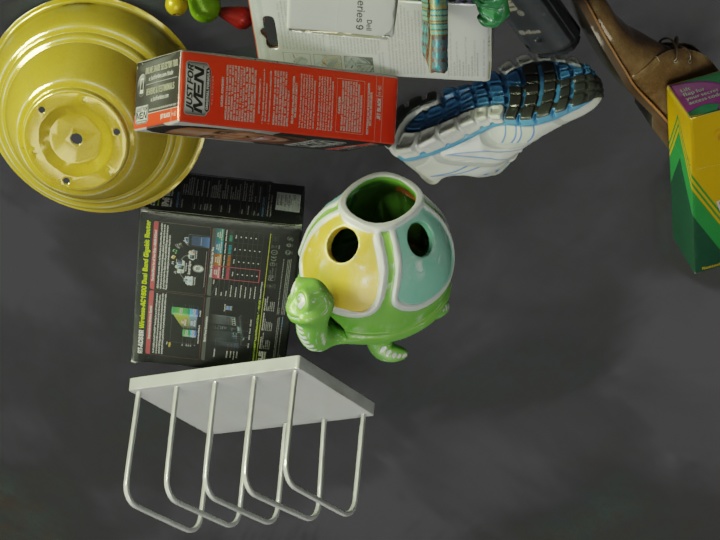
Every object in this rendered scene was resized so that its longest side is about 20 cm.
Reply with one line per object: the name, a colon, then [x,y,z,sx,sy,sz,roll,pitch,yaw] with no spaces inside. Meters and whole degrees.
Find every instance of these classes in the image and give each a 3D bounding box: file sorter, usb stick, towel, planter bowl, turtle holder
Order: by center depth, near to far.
towel: [0.053,-0.255,1.539,0.022,0.147,0.202,-1,100,1]
usb stick: [0.114,-0.251,1.669,0.055,0.033,0.200,-8,136,39]
planter bowl: [-0.234,-0.125,1.733,0.199,0.084,0.202,2,116,5]
turtle holder: [-0.002,-0.008,1.811,0.184,0.141,0.132,-16,135,-21]
file sorter: [-0.109,0.172,1.953,0.199,0.125,0.139,-9,154,30]

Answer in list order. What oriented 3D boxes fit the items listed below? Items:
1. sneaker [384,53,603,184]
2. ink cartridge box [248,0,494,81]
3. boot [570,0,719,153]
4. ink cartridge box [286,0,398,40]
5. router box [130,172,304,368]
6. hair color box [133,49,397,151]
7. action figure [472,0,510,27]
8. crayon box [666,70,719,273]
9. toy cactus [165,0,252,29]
sneaker: [0.124,-0.126,1.771,0.199,0.075,0.087,-14,138,25]
ink cartridge box: [0.012,-0.211,1.681,0.198,0.051,0.109,4,151,6]
boot: [0.247,-0.180,1.719,0.075,0.074,0.200,-37,130,13]
ink cartridge box: [-0.005,-0.291,1.528,0.087,0.201,0.146,3,133,0]
router box: [-0.135,0.005,1.897,0.149,0.062,0.201,6,132,-4]
hair color box: [-0.079,-0.139,1.694,0.199,0.062,0.101,5,177,-27]
action figure: [0.101,-0.284,1.566,0.054,0.118,0.202,-11,117,-23]
crayon box: [0.367,-0.103,1.744,0.198,0.058,0.173,-16,133,-7]
toy cactus: [-0.150,-0.282,1.628,0.164,0.103,0.201,11,141,6]
